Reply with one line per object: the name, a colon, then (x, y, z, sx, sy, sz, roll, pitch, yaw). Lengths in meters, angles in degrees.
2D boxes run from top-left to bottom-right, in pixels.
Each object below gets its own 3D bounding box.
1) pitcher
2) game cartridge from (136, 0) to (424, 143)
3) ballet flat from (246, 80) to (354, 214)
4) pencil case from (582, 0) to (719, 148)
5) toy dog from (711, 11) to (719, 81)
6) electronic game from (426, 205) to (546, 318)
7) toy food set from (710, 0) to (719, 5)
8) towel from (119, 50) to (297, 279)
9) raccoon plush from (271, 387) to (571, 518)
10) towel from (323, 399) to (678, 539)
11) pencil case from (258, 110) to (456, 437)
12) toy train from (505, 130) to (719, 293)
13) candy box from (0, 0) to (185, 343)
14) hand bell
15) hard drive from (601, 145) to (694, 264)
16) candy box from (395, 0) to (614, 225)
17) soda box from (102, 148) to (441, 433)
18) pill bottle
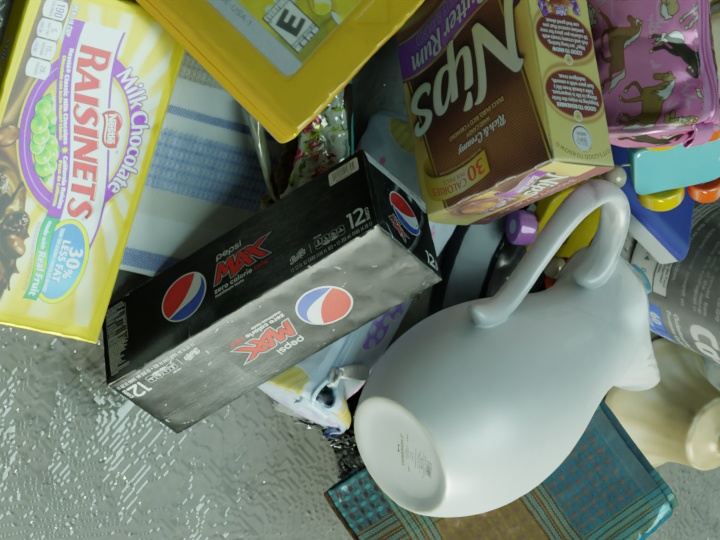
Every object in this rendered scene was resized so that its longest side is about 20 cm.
pitcher: (0.093, 0.047, 1.562, 0.200, 0.121, 0.172, -31, 133, -33)
game cartridge: (-0.054, -0.202, 1.445, 0.200, 0.032, 0.176, 45, 76, -9)
ballet flat: (-0.035, -0.109, 1.515, 0.064, 0.076, 0.200, -3, 106, -8)
pencil case: (0.168, -0.169, 1.526, 0.083, 0.087, 0.200, -1, 88, -14)
toy dog: (0.326, -0.114, 1.729, 0.194, 0.140, 0.200, -35, 93, -27)
electronic game: (0.106, 0.001, 1.704, 0.200, 0.042, 0.200, -36, 137, -42)
toy food set: (0.233, -0.228, 1.646, 0.200, 0.049, 0.198, -31, 163, 4)
towel: (-0.083, -0.085, 1.542, 0.147, 0.024, 0.200, 11, 100, -42)
raccoon plush: (0.040, 0.142, 1.663, 0.200, 0.134, 0.097, 19, 96, -43)
towel: (0.092, 0.145, 1.637, 0.200, 0.022, 0.147, -33, 84, -26)
pencil case: (0.000, 0.000, 1.595, 0.083, 0.091, 0.200, 30, 80, -8)
toy train: (0.175, -0.040, 1.643, 0.200, 0.056, 0.150, -39, 134, 26)
candy box: (-0.170, -0.063, 1.463, 0.102, 0.026, 0.200, 12, 100, -30)
hand bell: (0.274, 0.128, 1.809, 0.104, 0.200, 0.104, -17, 119, -34)
hard drive: (0.164, -0.110, 1.696, 0.200, 0.025, 0.132, 41, 49, -42)
candy box: (0.079, -0.139, 1.530, 0.056, 0.117, 0.200, 3, 72, -40)
soda box: (-0.054, 0.014, 1.510, 0.200, 0.063, 0.071, -30, 136, 21)
pill bottle: (0.291, 0.023, 1.779, 0.114, 0.200, 0.114, -16, 118, -34)
